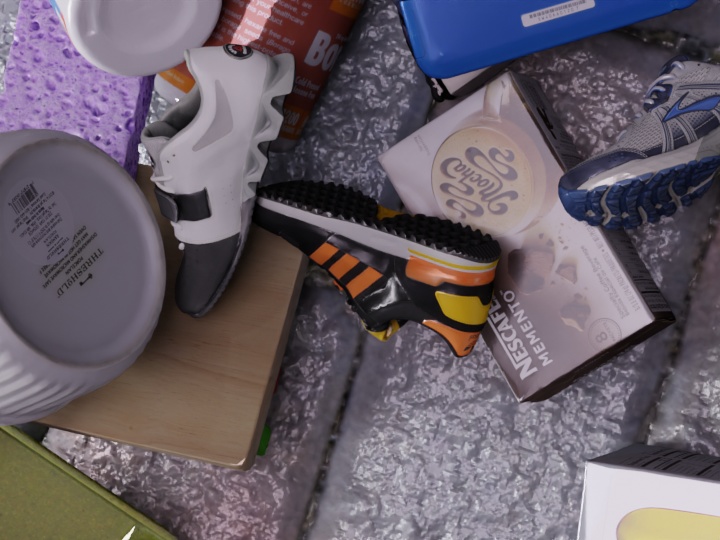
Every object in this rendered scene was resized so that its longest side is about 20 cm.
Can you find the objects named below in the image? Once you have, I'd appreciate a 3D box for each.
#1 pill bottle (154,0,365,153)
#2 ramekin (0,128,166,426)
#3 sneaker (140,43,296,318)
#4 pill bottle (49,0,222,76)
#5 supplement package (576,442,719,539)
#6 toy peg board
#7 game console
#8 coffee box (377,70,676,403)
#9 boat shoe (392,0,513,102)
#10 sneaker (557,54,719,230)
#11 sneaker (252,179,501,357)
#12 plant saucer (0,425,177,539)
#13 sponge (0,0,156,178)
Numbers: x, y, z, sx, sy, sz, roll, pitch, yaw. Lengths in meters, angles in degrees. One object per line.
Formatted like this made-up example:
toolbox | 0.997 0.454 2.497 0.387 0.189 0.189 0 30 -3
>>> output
pill bottle | -0.056 -0.193 1.700 0.112 0.112 0.200 29 99 16
ramekin | -0.223 -0.001 1.612 0.105 0.200 0.200 -15 84 44
sneaker | -0.113 -0.065 1.640 0.088 0.074 0.200 11 112 -15
pill bottle | -0.176 -0.229 1.685 0.112 0.112 0.200 -47 39 13
supplement package | 0.250 0.206 1.577 0.200 0.151 0.152 8 93 18
toy peg board | -0.136 0.036 1.749 0.200 0.098 0.199 11 78 17
game console | 0.112 -0.240 1.622 0.200 0.118 0.171 -16 101 3
coffee box | 0.115 -0.022 1.660 0.113 0.080 0.200 -32 81 16
boat shoe | 0.111 -0.206 1.665 0.200 0.075 0.093 -33 85 14
sneaker | 0.212 -0.094 1.612 0.200 0.077 0.085 -22 66 -17
sneaker | 0.000 0.000 1.636 0.200 0.070 0.090 18 110 31
plant saucer | -0.265 0.198 1.758 0.200 0.048 0.200 37 112 -16
sponge | -0.205 -0.143 1.757 0.111 0.030 0.200 3 70 17
